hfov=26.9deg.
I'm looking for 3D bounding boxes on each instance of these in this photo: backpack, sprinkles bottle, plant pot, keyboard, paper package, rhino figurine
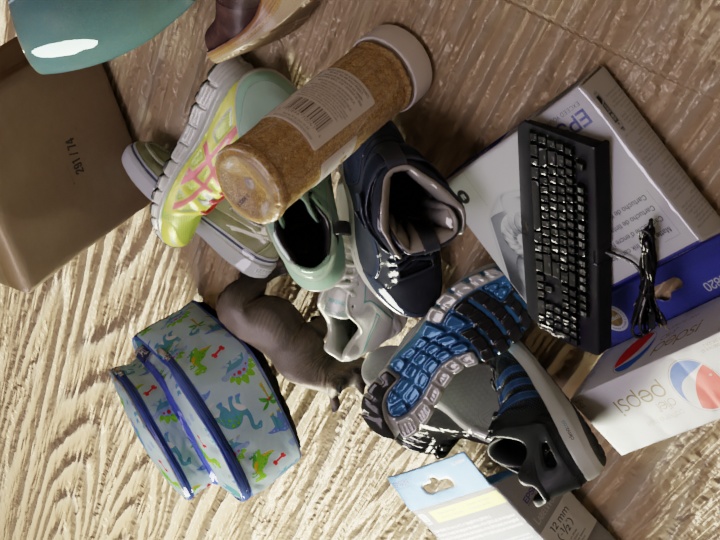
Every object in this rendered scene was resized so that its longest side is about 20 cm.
[{"bbox_3d":[-0.157,0.148,1.552,0.200,0.146,0.184,22,142,61],"label":"backpack"},{"bbox_3d":[-0.026,-0.116,1.166,0.068,0.200,0.069,27,140,26],"label":"sprinkles bottle"},{"bbox_3d":[-0.206,-0.268,1.252,0.133,0.201,0.202,-2,131,4],"label":"plant pot"},{"bbox_3d":[0.174,-0.015,1.137,0.126,0.021,0.202,20,137,31],"label":"keyboard"},{"bbox_3d":[-0.326,-0.112,1.492,0.103,0.190,0.202,10,129,40],"label":"paper package"},{"bbox_3d":[-0.057,0.068,1.467,0.199,0.087,0.060,39,144,13],"label":"rhino figurine"}]

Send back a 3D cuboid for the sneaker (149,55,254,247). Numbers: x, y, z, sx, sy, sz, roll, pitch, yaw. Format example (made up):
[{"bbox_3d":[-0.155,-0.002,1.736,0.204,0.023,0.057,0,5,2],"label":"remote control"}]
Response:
[{"bbox_3d":[-0.126,-0.094,1.368,0.090,0.078,0.201,29,121,2],"label":"sneaker"}]

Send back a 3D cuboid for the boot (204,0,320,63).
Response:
[{"bbox_3d":[-0.098,-0.274,1.230,0.199,0.072,0.168,-26,91,55],"label":"boot"}]

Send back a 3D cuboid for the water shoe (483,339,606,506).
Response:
[{"bbox_3d":[0.132,0.120,1.259,0.072,0.079,0.200,57,179,-26],"label":"water shoe"}]

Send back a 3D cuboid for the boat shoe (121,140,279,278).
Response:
[{"bbox_3d":[-0.147,-0.073,1.463,0.199,0.072,0.062,38,107,17],"label":"boat shoe"}]

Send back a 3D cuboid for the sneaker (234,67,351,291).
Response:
[{"bbox_3d":[-0.057,-0.086,1.258,0.118,0.073,0.203,81,170,-84],"label":"sneaker"}]

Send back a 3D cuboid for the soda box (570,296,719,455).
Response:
[{"bbox_3d":[0.254,0.078,1.166,0.068,0.064,0.200,46,146,-6],"label":"soda box"}]

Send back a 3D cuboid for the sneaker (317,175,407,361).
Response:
[{"bbox_3d":[0.000,0.000,1.352,0.070,0.080,0.202,24,135,32],"label":"sneaker"}]

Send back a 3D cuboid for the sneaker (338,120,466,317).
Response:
[{"bbox_3d":[0.041,-0.020,1.243,0.146,0.076,0.204,51,164,57],"label":"sneaker"}]

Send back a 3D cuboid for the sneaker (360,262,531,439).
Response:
[{"bbox_3d":[0.076,0.055,1.310,0.075,0.087,0.200,43,113,-9],"label":"sneaker"}]

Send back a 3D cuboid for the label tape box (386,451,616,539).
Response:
[{"bbox_3d":[0.138,0.236,1.424,0.200,0.066,0.143,48,145,-8],"label":"label tape box"}]

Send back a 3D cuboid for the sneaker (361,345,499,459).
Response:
[{"bbox_3d":[0.098,0.137,1.395,0.198,0.071,0.100,17,147,29],"label":"sneaker"}]

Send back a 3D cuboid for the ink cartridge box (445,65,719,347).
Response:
[{"bbox_3d":[0.180,-0.032,1.166,0.200,0.041,0.199,50,144,-3],"label":"ink cartridge box"}]
